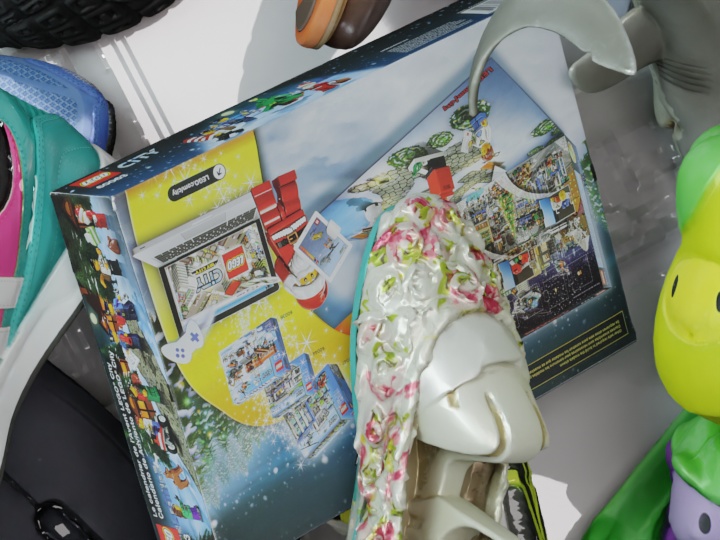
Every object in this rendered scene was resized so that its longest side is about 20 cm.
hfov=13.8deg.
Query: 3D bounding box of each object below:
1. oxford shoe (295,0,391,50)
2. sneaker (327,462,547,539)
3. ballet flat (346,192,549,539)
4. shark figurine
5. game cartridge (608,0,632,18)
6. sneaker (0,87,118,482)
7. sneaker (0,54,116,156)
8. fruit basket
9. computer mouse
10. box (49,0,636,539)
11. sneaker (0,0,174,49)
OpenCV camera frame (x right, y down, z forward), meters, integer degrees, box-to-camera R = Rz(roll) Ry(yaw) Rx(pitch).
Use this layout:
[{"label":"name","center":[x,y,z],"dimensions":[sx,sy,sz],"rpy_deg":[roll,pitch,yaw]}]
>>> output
[{"label":"oxford shoe","center":[0.043,-0.155,1.058],"dimensions":[0.073,0.071,0.200],"rpy_deg":[31,77,-9]},{"label":"sneaker","center":[0.038,0.157,1.058],"dimensions":[0.076,0.075,0.200],"rpy_deg":[-11,82,8]},{"label":"ballet flat","center":[0.032,0.075,0.989],"dimensions":[0.076,0.064,0.200],"rpy_deg":[2,93,-45]},{"label":"shark figurine","center":[0.114,-0.101,1.027],"dimensions":[0.089,0.214,0.128],"rpy_deg":[6,86,26]},{"label":"game cartridge","center":[0.062,-0.201,1.120],"dimensions":[0.133,0.041,0.200],"rpy_deg":[19,79,-12]},{"label":"sneaker","center":[-0.159,0.012,0.948],"dimensions":[0.121,0.084,0.200],"rpy_deg":[41,57,-29]},{"label":"sneaker","center":[-0.182,-0.050,1.022],"dimensions":[0.200,0.089,0.079],"rpy_deg":[1,79,-12]},{"label":"fruit basket","center":[0.152,0.058,1.010],"dimensions":[0.216,0.216,0.156],"rpy_deg":[40,76,-4]},{"label":"computer mouse","center":[-0.120,0.068,1.038],"dimensions":[0.200,0.053,0.139],"rpy_deg":[37,78,-4]},{"label":"box","center":[0.000,0.000,1.021],"dimensions":[0.200,0.038,0.137],"rpy_deg":[-27,111,-35]},{"label":"sneaker","center":[-0.076,-0.162,1.074],"dimensions":[0.200,0.076,0.091],"rpy_deg":[-44,66,-5]}]
